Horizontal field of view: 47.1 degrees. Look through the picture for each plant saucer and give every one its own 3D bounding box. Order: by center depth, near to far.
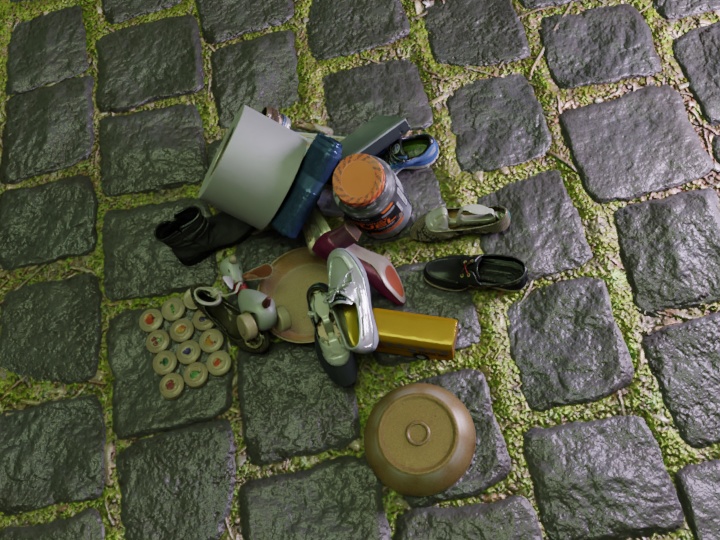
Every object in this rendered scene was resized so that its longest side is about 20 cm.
[{"bbox_3d":[0.102,0.291,1.454,0.199,0.035,0.202,-3,65,7],"label":"plant saucer"},{"bbox_3d":[-0.101,0.051,1.606,0.199,0.035,0.202,-4,65,8],"label":"plant saucer"}]

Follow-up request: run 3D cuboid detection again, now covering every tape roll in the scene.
[{"bbox_3d":[-0.208,-0.197,1.594,0.139,0.203,0.204,26,69,-15],"label":"tape roll"}]

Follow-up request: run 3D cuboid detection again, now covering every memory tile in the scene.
[{"bbox_3d":[-0.344,0.138,1.616,0.152,0.017,0.201,-24,64,-2],"label":"memory tile"}]

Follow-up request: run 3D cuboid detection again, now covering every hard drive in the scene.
[{"bbox_3d":[-0.010,-0.243,1.659,0.200,0.033,0.139,-37,23,-13],"label":"hard drive"}]

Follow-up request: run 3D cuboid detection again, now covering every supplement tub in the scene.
[{"bbox_3d":[0.020,-0.142,1.574,0.122,0.200,0.124,-4,76,16],"label":"supplement tub"}]

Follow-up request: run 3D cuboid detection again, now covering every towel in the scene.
[{"bbox_3d":[-0.097,-0.157,1.544,0.048,0.112,0.201,27,99,-22],"label":"towel"}]

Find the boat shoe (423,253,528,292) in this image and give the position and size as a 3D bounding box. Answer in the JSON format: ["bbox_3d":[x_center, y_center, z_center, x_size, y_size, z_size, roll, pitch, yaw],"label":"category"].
[{"bbox_3d":[0.217,-0.001,1.564,0.200,0.063,0.074,4,68,13],"label":"boat shoe"}]

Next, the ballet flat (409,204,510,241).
[{"bbox_3d":[0.191,-0.102,1.606,0.198,0.075,0.068,-5,66,7],"label":"ballet flat"}]

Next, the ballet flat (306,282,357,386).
[{"bbox_3d":[-0.057,0.114,1.514,0.073,0.073,0.201,-17,76,1],"label":"ballet flat"}]

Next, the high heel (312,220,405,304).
[{"bbox_3d":[0.000,0.000,1.579,0.096,0.067,0.200,-31,103,32],"label":"high heel"}]

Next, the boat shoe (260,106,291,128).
[{"bbox_3d":[-0.225,-0.249,1.722,0.072,0.072,0.201,19,79,53],"label":"boat shoe"}]

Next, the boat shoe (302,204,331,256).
[{"bbox_3d":[-0.116,-0.116,1.639,0.065,0.072,0.201,-27,64,-6],"label":"boat shoe"}]

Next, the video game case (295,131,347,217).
[{"bbox_3d":[-0.113,-0.206,1.733,0.198,0.023,0.183,7,67,13],"label":"video game case"}]

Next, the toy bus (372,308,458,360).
[{"bbox_3d":[0.078,0.116,1.522,0.198,0.078,0.066,7,67,12],"label":"toy bus"}]

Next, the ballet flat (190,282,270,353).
[{"bbox_3d":[-0.255,0.089,1.585,0.200,0.046,0.068,39,96,19],"label":"ballet flat"}]

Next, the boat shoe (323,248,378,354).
[{"bbox_3d":[-0.031,0.051,1.477,0.074,0.086,0.203,-21,73,26],"label":"boat shoe"}]

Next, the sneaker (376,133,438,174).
[{"bbox_3d":[0.061,-0.232,1.674,0.199,0.089,0.079,-23,73,-1],"label":"sneaker"}]

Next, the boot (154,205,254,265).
[{"bbox_3d":[-0.301,-0.092,1.648,0.199,0.132,0.070,-36,64,-6],"label":"boot"}]

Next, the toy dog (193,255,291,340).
[{"bbox_3d":[-0.208,0.038,1.547,0.200,0.097,0.132,36,47,18],"label":"toy dog"}]
